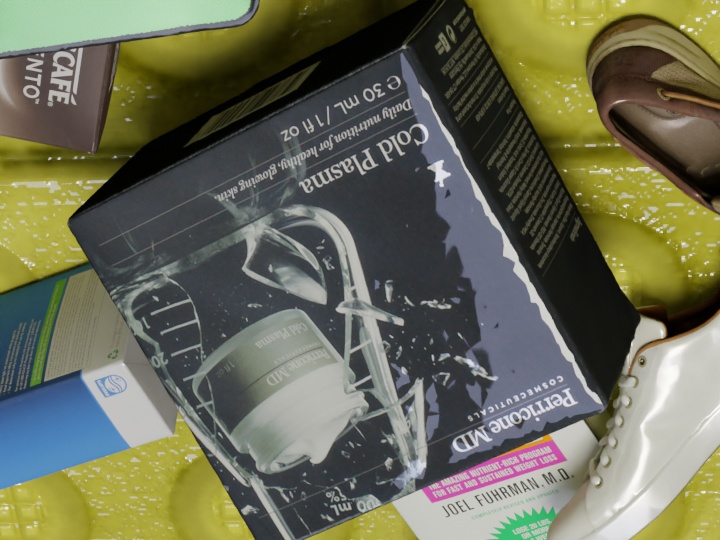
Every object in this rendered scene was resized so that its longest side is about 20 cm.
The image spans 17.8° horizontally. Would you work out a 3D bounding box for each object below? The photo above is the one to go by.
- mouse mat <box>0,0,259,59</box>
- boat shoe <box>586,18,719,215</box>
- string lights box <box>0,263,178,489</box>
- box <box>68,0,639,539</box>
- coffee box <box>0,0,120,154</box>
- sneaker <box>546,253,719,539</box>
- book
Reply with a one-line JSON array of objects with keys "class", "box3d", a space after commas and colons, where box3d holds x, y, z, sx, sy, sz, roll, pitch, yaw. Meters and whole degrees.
[{"class": "mouse mat", "box3d": [-0.154, -0.173, 1.033, 0.199, 0.008, 0.162, -7, 117, 6]}, {"class": "boat shoe", "box3d": [0.196, -0.047, 1.151, 0.200, 0.072, 0.072, 34, 123, -20]}, {"class": "string lights box", "box3d": [-0.195, 0.065, 1.252, 0.199, 0.103, 0.059, -19, 125, 19]}, {"class": "box", "box3d": [0.000, 0.000, 1.130, 0.199, 0.124, 0.197, -26, 103, 22]}, {"class": "coffee box", "box3d": [-0.212, -0.140, 1.109, 0.199, 0.080, 0.113, 11, 126, -4]}, {"class": "sneaker", "box3d": [0.156, 0.070, 1.237, 0.085, 0.073, 0.200, 41, 98, -5]}, {"class": "book", "box3d": [0.060, 0.081, 1.285, 0.133, 0.048, 0.200, -21, 126, 21]}]
